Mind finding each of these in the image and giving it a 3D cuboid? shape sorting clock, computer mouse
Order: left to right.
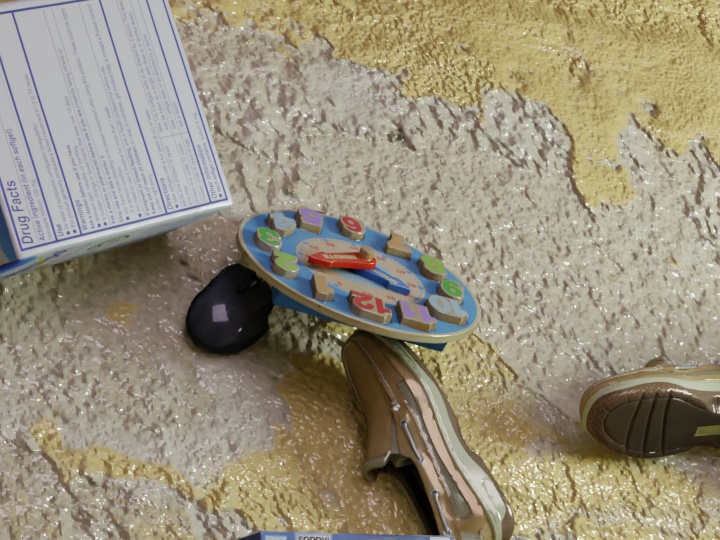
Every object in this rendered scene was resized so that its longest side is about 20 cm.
[{"bbox_3d":[-0.073,0.001,1.627,0.058,0.034,0.200,35,42,5],"label":"computer mouse"},{"bbox_3d":[0.000,0.000,1.600,0.199,0.039,0.200,18,25,-9],"label":"shape sorting clock"}]

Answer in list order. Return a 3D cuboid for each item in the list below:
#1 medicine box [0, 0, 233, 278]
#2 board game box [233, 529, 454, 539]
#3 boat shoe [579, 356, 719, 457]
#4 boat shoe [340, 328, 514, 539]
[{"bbox_3d":[-0.221,-0.103,1.536,0.199,0.103,0.183,-16,87,-39],"label":"medicine box"},{"bbox_3d":[-0.043,0.199,1.338,0.134,0.200,0.035,6,73,-26],"label":"board game box"},{"bbox_3d":[0.250,0.104,1.692,0.199,0.072,0.076,6,34,-36],"label":"boat shoe"},{"bbox_3d":[0.033,0.129,1.547,0.076,0.072,0.200,-23,62,-25],"label":"boat shoe"}]
